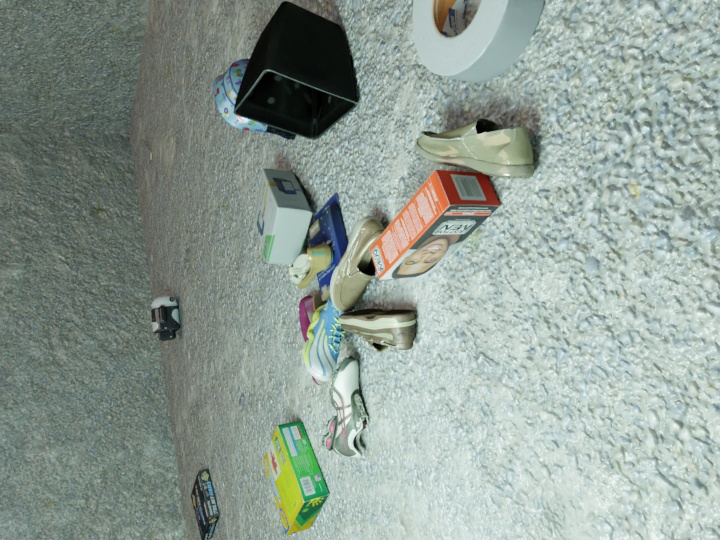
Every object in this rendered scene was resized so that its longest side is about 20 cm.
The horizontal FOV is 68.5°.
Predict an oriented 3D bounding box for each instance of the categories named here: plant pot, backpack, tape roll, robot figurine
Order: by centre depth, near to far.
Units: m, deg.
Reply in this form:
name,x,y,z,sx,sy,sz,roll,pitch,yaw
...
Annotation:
name,x,y,z,sx,sy,sz,roll,pitch,yaw
tape roll,0.154,-0.367,0.721,0.199,0.065,0.206,7,98,57
plant pot,-0.131,-0.410,1.079,0.198,0.196,0.182,-17,68,57
backpack,-0.232,-0.413,1.223,0.134,0.196,0.187,-43,56,51
robot figurine,-0.894,0.217,2.433,0.148,0.123,0.205,-16,79,40

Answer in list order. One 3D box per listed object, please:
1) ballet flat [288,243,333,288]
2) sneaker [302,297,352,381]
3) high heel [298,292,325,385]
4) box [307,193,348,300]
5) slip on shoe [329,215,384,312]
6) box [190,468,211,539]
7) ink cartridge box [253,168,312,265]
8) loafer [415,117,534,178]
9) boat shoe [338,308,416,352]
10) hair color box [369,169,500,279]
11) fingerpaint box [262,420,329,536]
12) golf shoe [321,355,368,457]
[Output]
name,x,y,z,sx,sy,sz,roll,pitch,yaw
ballet flat,-0.124,-0.010,1.148,0.200,0.062,0.070,-39,60,56
sneaker,-0.063,0.120,1.062,0.106,0.074,0.202,-56,22,30
high heel,-0.105,0.157,1.192,0.096,0.066,0.205,-27,60,57
box,-0.067,-0.051,1.141,0.121,0.032,0.205,-38,60,53
slip on shoe,0.000,0.000,0.997,0.061,0.075,0.203,47,121,46
box,-0.623,0.936,2.114,0.202,0.049,0.201,59,140,37
ink cartridge box,-0.191,-0.131,1.262,0.202,0.085,0.148,-116,38,-49
loafer,0.158,-0.175,0.729,0.198,0.074,0.070,26,113,45
boat shoe,0.024,0.113,0.966,0.201,0.073,0.077,-5,94,58
hair color box,0.104,-0.062,0.793,0.200,0.099,0.062,-49,53,50
fingerpaint box,-0.164,0.508,1.303,0.202,0.072,0.169,59,138,38
golf shoe,-0.017,0.274,1.066,0.086,0.077,0.205,13,101,30
